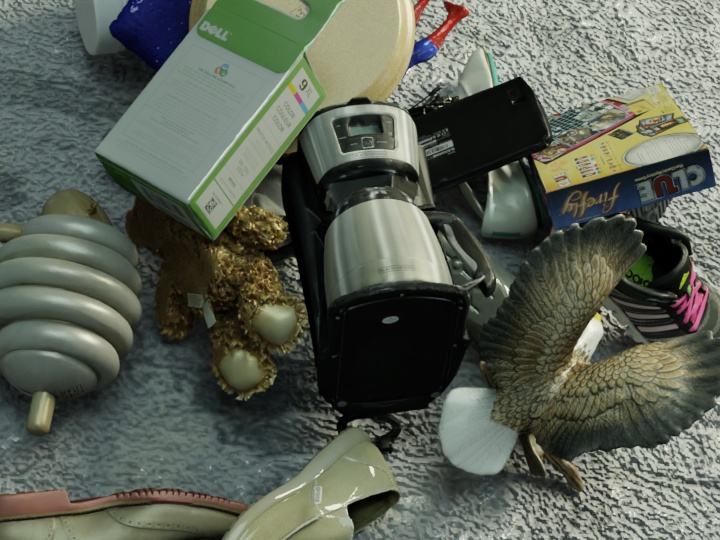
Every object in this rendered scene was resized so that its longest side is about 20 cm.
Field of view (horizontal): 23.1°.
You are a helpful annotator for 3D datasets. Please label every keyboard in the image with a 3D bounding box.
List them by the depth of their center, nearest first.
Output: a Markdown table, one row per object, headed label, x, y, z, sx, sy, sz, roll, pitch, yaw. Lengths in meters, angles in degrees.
| label | x | y | z | sx | sy | sz | roll | pitch | yaw |
| --- | --- | --- | --- | --- | --- | --- | --- | --- | --- |
| keyboard | 0.064 | -0.105 | 1.514 | 0.199 | 0.040 | 0.105 | -20 | 59 | 9 |

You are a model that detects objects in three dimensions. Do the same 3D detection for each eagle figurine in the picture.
| label | x | y | z | sx | sy | sz | roll | pitch | yaw |
| --- | --- | --- | --- | --- | --- | --- | --- | --- | --- |
| eagle figurine | 0.158 | 0.069 | 1.317 | 0.151 | 0.200 | 0.152 | 17 | 57 | -21 |

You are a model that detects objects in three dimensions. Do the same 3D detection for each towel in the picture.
| label | x | y | z | sx | sy | sz | roll | pitch | yaw |
| --- | --- | --- | --- | --- | --- | --- | --- | --- | --- |
| towel | -0.102 | -0.197 | 1.497 | 0.200 | 0.049 | 0.148 | 39 | 77 | -23 |

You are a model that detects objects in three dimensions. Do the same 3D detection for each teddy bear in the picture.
| label | x | y | z | sx | sy | sz | roll | pitch | yaw |
| --- | --- | --- | --- | --- | --- | --- | --- | --- | --- |
| teddy bear | -0.105 | 0.004 | 1.364 | 0.066 | 0.146 | 0.200 | -6 | 32 | -42 |

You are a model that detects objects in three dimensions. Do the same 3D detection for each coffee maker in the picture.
| label | x | y | z | sx | sy | sz | roll | pitch | yaw |
| --- | --- | --- | --- | --- | --- | --- | --- | --- | --- |
| coffee maker | 0.000 | 0.000 | 1.362 | 0.134 | 0.192 | 0.201 | 13 | 44 | -26 |

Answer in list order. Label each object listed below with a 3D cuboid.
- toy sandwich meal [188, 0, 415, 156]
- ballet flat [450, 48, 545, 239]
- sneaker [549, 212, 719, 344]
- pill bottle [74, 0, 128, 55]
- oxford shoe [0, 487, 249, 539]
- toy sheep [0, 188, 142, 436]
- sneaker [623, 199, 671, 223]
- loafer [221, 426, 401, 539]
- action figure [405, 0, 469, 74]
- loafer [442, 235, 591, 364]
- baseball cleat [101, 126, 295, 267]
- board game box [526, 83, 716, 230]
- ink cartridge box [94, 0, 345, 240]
| label | x | y | z | sx | sy | sz | roll | pitch | yaw |
| --- | --- | --- | --- | --- | --- | --- | --- | --- | --- |
| toy sandwich meal | -0.049 | -0.187 | 1.444 | 0.203 | 0.070 | 0.207 | 1 | 77 | -2 |
| ballet flat | 0.107 | -0.112 | 1.552 | 0.069 | 0.070 | 0.201 | -5 | 57 | -16 |
| sneaker | 0.248 | 0.014 | 1.437 | 0.199 | 0.087 | 0.074 | 34 | 68 | -22 |
| pill bottle | -0.147 | -0.244 | 1.553 | 0.198 | 0.111 | 0.112 | -11 | 58 | -19 |
| oxford shoe | -0.176 | 0.196 | 1.272 | 0.198 | 0.070 | 0.075 | -1 | 78 | -11 |
| toy sheep | -0.231 | 0.030 | 1.332 | 0.137 | 0.138 | 0.202 | 9 | 68 | -6 |
| sneaker | 0.192 | -0.038 | 1.522 | 0.082 | 0.071 | 0.200 | 24 | 51 | 32 |
| loafer | -0.040 | 0.193 | 1.287 | 0.068 | 0.076 | 0.200 | 34 | 54 | 19 |
| action figure | 0.009 | -0.161 | 1.501 | 0.200 | 0.065 | 0.052 | -52 | 40 | -8 |
| loafer | 0.129 | 0.048 | 1.433 | 0.200 | 0.070 | 0.070 | 50 | 16 | 5 |
| baseball cleat | -0.124 | -0.061 | 1.453 | 0.198 | 0.070 | 0.107 | 14 | 53 | -2 |
| board game box | 0.210 | -0.098 | 1.479 | 0.134 | 0.035 | 0.200 | -15 | 20 | 5 |
| ink cartridge box | -0.098 | -0.132 | 1.343 | 0.103 | 0.059 | 0.201 | 28 | 75 | 32 |
